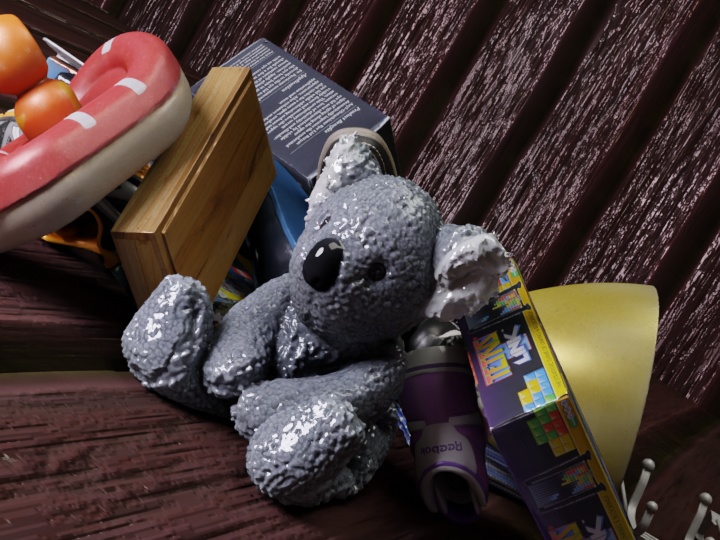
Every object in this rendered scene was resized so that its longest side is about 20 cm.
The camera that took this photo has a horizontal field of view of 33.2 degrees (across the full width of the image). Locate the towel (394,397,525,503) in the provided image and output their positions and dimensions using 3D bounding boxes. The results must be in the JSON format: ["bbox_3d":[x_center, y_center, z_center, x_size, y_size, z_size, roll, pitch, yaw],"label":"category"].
[{"bbox_3d":[0.065,0.134,1.075,0.144,0.024,0.200,29,10,-30],"label":"towel"}]

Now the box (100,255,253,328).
[{"bbox_3d":[-0.146,0.001,0.994,0.136,0.038,0.200,26,10,-36],"label":"box"}]

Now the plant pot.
[{"bbox_3d":[0.169,0.096,1.072,0.140,0.202,0.200,13,6,5],"label":"plant pot"}]

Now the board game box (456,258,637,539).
[{"bbox_3d":[0.131,0.118,0.823,0.166,0.056,0.201,-98,163,-60],"label":"board game box"}]

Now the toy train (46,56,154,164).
[{"bbox_3d":[-0.202,-0.110,1.032,0.199,0.087,0.114,31,14,4],"label":"toy train"}]

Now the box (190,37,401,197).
[{"bbox_3d":[-0.059,-0.109,1.177,0.200,0.104,0.149,37,-25,34],"label":"box"}]

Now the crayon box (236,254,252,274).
[{"bbox_3d":[-0.103,-0.008,1.170,0.199,0.051,0.127,35,8,29],"label":"crayon box"}]

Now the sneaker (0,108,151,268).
[{"bbox_3d":[-0.234,-0.062,0.921,0.198,0.077,0.079,18,-38,24],"label":"sneaker"}]

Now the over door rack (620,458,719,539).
[{"bbox_3d":[0.326,0.244,1.219,0.147,0.067,0.200,32,8,-3],"label":"over door rack"}]

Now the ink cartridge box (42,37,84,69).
[{"bbox_3d":[-0.253,-0.140,1.190,0.115,0.067,0.200,34,-5,15],"label":"ink cartridge box"}]

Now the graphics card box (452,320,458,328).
[{"bbox_3d":[0.110,0.085,1.254,0.200,0.051,0.126,42,-16,50],"label":"graphics card box"}]

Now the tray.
[{"bbox_3d":[-0.113,-0.051,0.872,0.037,0.099,0.201,2,41,16],"label":"tray"}]

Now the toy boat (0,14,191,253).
[{"bbox_3d":[-0.210,-0.110,0.806,0.132,0.130,0.200,60,42,-17],"label":"toy boat"}]

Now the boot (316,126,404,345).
[{"bbox_3d":[0.000,0.000,1.001,0.072,0.202,0.151,1,37,-5],"label":"boot"}]

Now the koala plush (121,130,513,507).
[{"bbox_3d":[-0.013,0.023,0.777,0.177,0.201,0.183,35,8,27],"label":"koala plush"}]

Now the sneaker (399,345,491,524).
[{"bbox_3d":[0.067,0.134,0.899,0.072,0.116,0.200,-11,-18,13],"label":"sneaker"}]

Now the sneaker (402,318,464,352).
[{"bbox_3d":[0.046,0.060,1.083,0.090,0.070,0.200,40,3,10],"label":"sneaker"}]

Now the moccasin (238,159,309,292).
[{"bbox_3d":[-0.081,-0.038,0.991,0.080,0.068,0.201,39,16,-25],"label":"moccasin"}]
